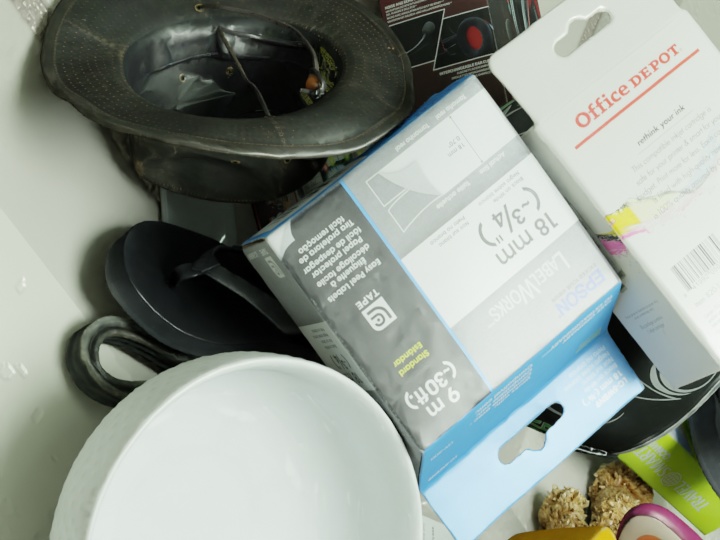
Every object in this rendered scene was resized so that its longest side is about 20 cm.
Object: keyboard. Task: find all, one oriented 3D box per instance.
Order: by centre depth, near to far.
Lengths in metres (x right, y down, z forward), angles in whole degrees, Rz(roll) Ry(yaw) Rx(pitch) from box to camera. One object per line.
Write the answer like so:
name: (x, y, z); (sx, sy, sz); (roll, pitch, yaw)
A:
keyboard: (-0.087, 0.012, 0.983); (0.056, 0.011, 0.202); (7, 73, -49)

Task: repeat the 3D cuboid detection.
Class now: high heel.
high heel: (0.216, 0.187, 1.197); (0.201, 0.067, 0.097); (63, 33, -46)

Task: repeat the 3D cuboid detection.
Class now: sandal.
sandal: (-0.048, 0.016, 0.957); (0.199, 0.043, 0.077); (21, 40, -35)
sandal: (0.262, 0.093, 1.287); (0.076, 0.043, 0.201); (47, 21, -30)

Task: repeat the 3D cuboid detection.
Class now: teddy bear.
teddy bear: (0.179, 0.211, 1.244); (0.199, 0.066, 0.146); (-13, 87, -56)

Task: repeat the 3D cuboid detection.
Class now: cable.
cable: (-0.063, 0.061, 0.947); (0.200, 0.050, 0.098); (38, 51, -37)

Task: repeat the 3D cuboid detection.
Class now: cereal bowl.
cereal bowl: (-0.069, 0.135, 0.872); (0.199, 0.083, 0.202); (-6, 100, -37)

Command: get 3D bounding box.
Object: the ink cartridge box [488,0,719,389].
ink cartridge box: (0.158, -0.054, 0.954); (0.116, 0.067, 0.201); (-37, 88, -19)

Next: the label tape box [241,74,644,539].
label tape box: (0.056, 0.023, 0.924); (0.144, 0.063, 0.201); (-38, 97, -16)

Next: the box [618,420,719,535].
box: (0.207, 0.098, 1.304); (0.200, 0.047, 0.123); (41, 24, -40)

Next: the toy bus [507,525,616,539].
toy bus: (0.085, 0.213, 0.977); (0.200, 0.065, 0.079); (-46, 121, -53)

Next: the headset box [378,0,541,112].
headset box: (0.065, -0.184, 1.176); (0.148, 0.074, 0.202); (14, 64, -69)

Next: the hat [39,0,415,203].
hat: (-0.072, -0.086, 0.950); (0.201, 0.199, 0.081); (-50, 159, -49)

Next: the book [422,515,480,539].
book: (0.093, 0.238, 1.062); (0.199, 0.048, 0.134); (29, 40, -28)

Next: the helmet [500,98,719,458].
helmet: (0.128, -0.007, 1.067); (0.190, 0.200, 0.201); (41, 45, -15)

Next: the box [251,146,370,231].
box: (0.000, 0.000, 1.081); (0.137, 0.040, 0.202); (-19, 95, -56)
